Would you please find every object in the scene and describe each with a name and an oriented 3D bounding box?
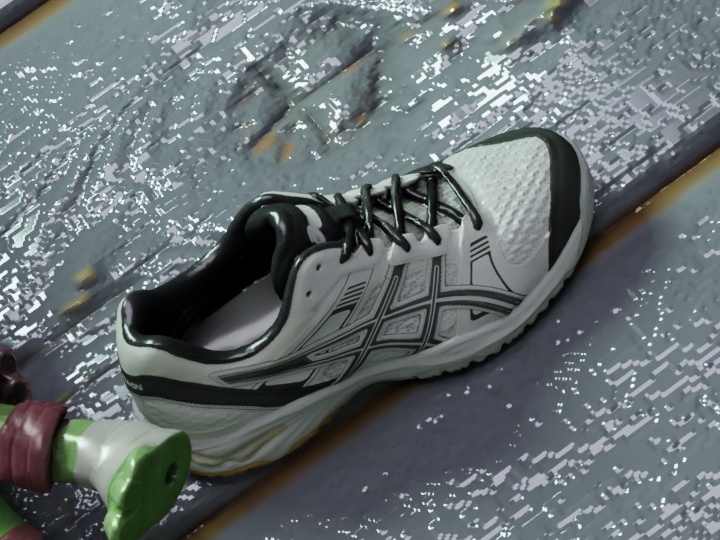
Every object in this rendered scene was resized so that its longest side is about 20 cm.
[{"bbox_3d":[-0.171,0.079,0.751,0.192,0.200,0.145,19,80,19],"label":"turtle figurine"},{"bbox_3d":[0.000,0.000,0.791,0.199,0.088,0.076,-34,51,-7],"label":"sneaker"}]
